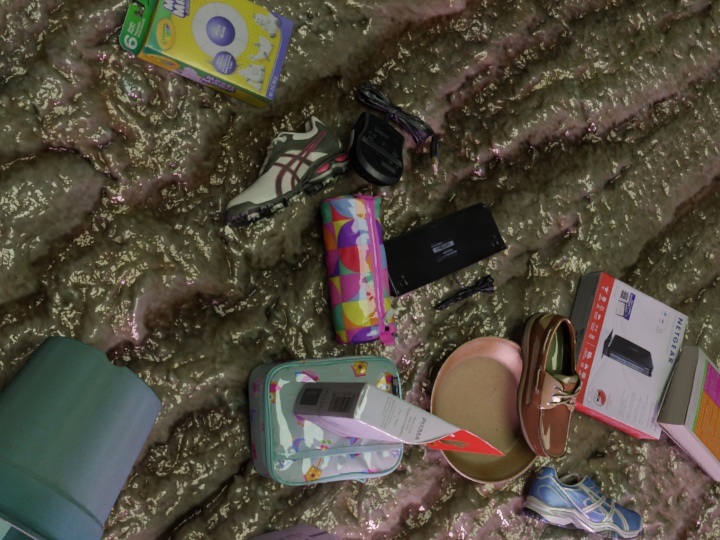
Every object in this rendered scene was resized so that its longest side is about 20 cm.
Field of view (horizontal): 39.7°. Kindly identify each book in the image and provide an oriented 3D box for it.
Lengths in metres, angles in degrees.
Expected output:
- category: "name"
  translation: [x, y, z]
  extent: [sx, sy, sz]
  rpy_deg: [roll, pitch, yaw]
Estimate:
- category: "book"
  translation: [0.534, 0.221, 1.525]
  extent: [0.200, 0.048, 0.134]
  rpy_deg: [42, 62, -34]

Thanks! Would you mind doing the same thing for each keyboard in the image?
- category: "keyboard"
  translation: [0.121, -0.008, 1.386]
  extent: [0.200, 0.021, 0.127]
  rpy_deg: [-22, 88, -26]

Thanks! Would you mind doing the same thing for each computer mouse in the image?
- category: "computer mouse"
  translation: [0.043, -0.153, 1.314]
  extent: [0.140, 0.046, 0.200]
  rpy_deg: [30, 36, -22]

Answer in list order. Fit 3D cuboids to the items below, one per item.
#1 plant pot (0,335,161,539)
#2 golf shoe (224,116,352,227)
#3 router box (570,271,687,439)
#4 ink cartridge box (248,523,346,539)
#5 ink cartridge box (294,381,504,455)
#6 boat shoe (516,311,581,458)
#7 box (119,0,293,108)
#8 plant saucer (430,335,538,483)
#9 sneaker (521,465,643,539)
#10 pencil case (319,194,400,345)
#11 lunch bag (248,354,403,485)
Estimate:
- category: "plant pot"
  translation: [-0.321, 0.189, 1.051]
  extent: [0.200, 0.200, 0.196]
  rpy_deg: [39, 61, -18]
- category: "golf shoe"
  translation: [-0.103, -0.121, 1.262]
  extent: [0.200, 0.077, 0.088]
  rpy_deg: [-34, 92, -35]
- category: "router box"
  translation: [0.387, 0.127, 1.487]
  extent: [0.179, 0.049, 0.201]
  rpy_deg: [24, 74, -22]
- category: "ink cartridge box"
  translation: [-0.054, 0.385, 1.149]
  extent: [0.083, 0.200, 0.147]
  rpy_deg: [-8, 88, -24]
- category: "ink cartridge box"
  translation: [0.042, 0.188, 1.156]
  extent: [0.200, 0.160, 0.047]
  rpy_deg: [30, 71, -22]
- category: "boat shoe"
  translation: [0.262, 0.156, 1.367]
  extent: [0.075, 0.074, 0.201]
  rpy_deg: [0, 84, -27]
- category: "box"
  translation: [-0.191, -0.296, 1.247]
  extent: [0.199, 0.048, 0.118]
  rpy_deg: [19, 76, -22]
- category: "plant saucer"
  translation: [0.174, 0.191, 1.379]
  extent: [0.200, 0.035, 0.201]
  rpy_deg: [3, 83, -27]
- category: "sneaker"
  translation: [0.325, 0.332, 1.416]
  extent: [0.200, 0.076, 0.077]
  rpy_deg: [18, 81, -25]
- category: "pencil case"
  translation: [0.000, 0.000, 1.288]
  extent: [0.088, 0.088, 0.201]
  rpy_deg: [-8, 87, -27]
- category: "lunch bag"
  translation: [-0.037, 0.189, 1.249]
  extent: [0.199, 0.077, 0.161]
  rpy_deg: [-1, 84, -27]
